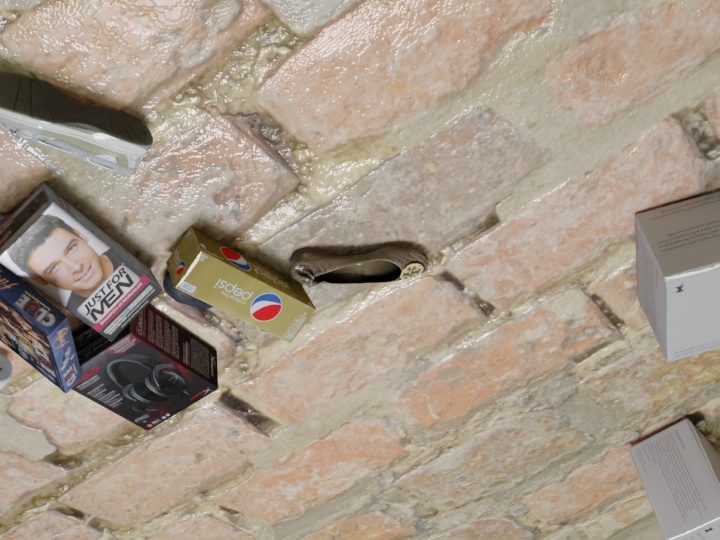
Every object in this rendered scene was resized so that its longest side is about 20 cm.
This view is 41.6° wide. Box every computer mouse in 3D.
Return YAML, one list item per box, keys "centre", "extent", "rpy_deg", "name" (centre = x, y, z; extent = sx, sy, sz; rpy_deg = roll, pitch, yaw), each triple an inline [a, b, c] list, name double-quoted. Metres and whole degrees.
- centre: [-0.192, 0.051, 1.338]
  extent: [0.199, 0.034, 0.059]
  rpy_deg: [27, 124, -34]
  name: "computer mouse"

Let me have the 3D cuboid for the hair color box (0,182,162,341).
- centre: [-0.357, -0.007, 1.201]
  extent: [0.099, 0.061, 0.200]
  rpy_deg: [-44, 131, 0]
  name: "hair color box"

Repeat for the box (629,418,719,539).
- centre: [0.624, 0.420, 1.760]
  extent: [0.130, 0.202, 0.199]
  rpy_deg: [-32, 133, 20]
  name: "box"

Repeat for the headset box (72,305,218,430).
- centre: [-0.324, 0.132, 1.363]
  extent: [0.148, 0.078, 0.200]
  rpy_deg: [-30, 135, 20]
  name: "headset box"

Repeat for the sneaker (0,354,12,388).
- centre: [-0.586, 0.128, 1.308]
  extent: [0.199, 0.074, 0.071]
  rpy_deg: [30, 130, -31]
  name: "sneaker"

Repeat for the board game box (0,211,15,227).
- centre: [-0.507, -0.022, 1.206]
  extent: [0.197, 0.020, 0.104]
  rpy_deg: [-7, 137, -4]
  name: "board game box"

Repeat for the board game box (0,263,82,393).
- centre: [-0.425, 0.072, 1.214]
  extent: [0.135, 0.035, 0.201]
  rpy_deg: [36, 152, 9]
  name: "board game box"

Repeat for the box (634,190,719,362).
- centre: [0.510, 0.003, 1.363]
  extent: [0.196, 0.132, 0.201]
  rpy_deg: [-15, 137, 5]
  name: "box"

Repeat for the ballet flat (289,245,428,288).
- centre: [0.000, 0.000, 1.315]
  extent: [0.197, 0.047, 0.068]
  rpy_deg: [0, 136, -12]
  name: "ballet flat"

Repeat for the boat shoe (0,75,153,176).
- centre: [-0.336, -0.158, 1.064]
  extent: [0.200, 0.075, 0.065]
  rpy_deg: [13, 128, -33]
  name: "boat shoe"

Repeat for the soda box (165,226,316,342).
- centre: [-0.159, 0.022, 1.280]
  extent: [0.199, 0.068, 0.064]
  rpy_deg: [30, 105, -35]
  name: "soda box"
